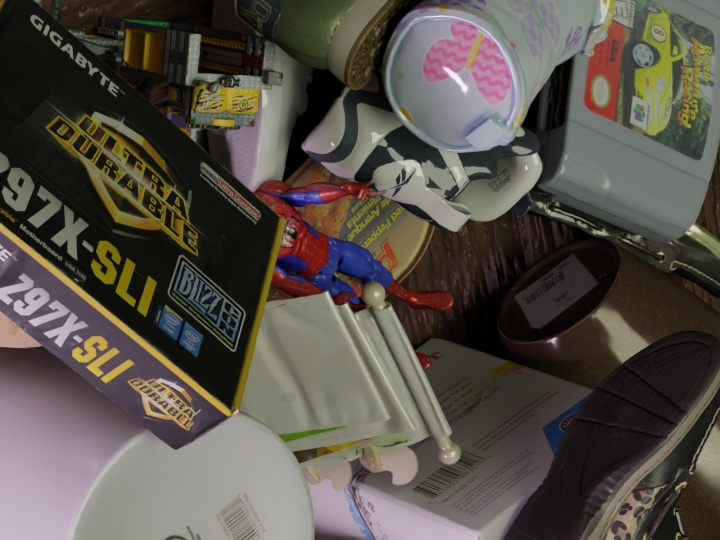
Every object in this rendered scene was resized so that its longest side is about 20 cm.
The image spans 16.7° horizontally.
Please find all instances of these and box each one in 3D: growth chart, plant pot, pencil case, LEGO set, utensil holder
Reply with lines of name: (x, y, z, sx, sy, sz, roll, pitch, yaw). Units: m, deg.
growth chart: (-0.049, 0.069, 1.428, 0.018, 0.200, 0.145, -64, 143, -52)
plant pot: (0.178, 0.081, 1.596, 0.187, 0.187, 0.200, -49, 119, -18)
pencil case: (0.082, -0.137, 1.398, 0.091, 0.083, 0.200, 65, 30, -13)
LEGO set: (-0.132, -0.077, 1.360, 0.200, 0.116, 0.154, 10, 94, -37)
utensil holder: (-0.145, 0.131, 1.345, 0.170, 0.200, 0.170, -9, 106, -35)

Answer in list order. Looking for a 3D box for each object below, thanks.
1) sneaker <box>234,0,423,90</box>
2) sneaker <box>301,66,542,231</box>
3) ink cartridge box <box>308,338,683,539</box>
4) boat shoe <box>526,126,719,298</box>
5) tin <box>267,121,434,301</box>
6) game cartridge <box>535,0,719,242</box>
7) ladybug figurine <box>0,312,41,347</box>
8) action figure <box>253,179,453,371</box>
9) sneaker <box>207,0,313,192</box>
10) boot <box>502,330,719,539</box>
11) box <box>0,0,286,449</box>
sneaker: (-0.001, -0.176, 1.392, 0.200, 0.090, 0.067, -51, 161, -51)
sneaker: (0.057, -0.087, 1.462, 0.130, 0.080, 0.199, 39, 29, -2)
ink cartridge box: (0.076, 0.155, 1.516, 0.147, 0.200, 0.145, -33, 120, -27)
boat shoe: (0.172, -0.026, 1.636, 0.201, 0.072, 0.066, 32, 86, -32)
tin: (-0.034, -0.009, 1.501, 0.200, 0.042, 0.112, -46, 119, -21)
game cartridge: (0.178, -0.126, 1.591, 0.133, 0.041, 0.200, 22, 66, -36)
ladybug figurine: (-0.235, -0.028, 1.275, 0.200, 0.136, 0.072, 24, 63, -1)
action figure: (0.000, 0.000, 1.433, 0.200, 0.099, 0.065, 32, 71, -43)
sneaker: (-0.028, -0.138, 1.454, 0.115, 0.074, 0.200, -2, 100, -33)
boot: (0.175, 0.148, 1.414, 0.151, 0.073, 0.200, 41, 79, -36)
box: (-0.134, -0.028, 1.238, 0.200, 0.049, 0.160, 42, 36, -22)
